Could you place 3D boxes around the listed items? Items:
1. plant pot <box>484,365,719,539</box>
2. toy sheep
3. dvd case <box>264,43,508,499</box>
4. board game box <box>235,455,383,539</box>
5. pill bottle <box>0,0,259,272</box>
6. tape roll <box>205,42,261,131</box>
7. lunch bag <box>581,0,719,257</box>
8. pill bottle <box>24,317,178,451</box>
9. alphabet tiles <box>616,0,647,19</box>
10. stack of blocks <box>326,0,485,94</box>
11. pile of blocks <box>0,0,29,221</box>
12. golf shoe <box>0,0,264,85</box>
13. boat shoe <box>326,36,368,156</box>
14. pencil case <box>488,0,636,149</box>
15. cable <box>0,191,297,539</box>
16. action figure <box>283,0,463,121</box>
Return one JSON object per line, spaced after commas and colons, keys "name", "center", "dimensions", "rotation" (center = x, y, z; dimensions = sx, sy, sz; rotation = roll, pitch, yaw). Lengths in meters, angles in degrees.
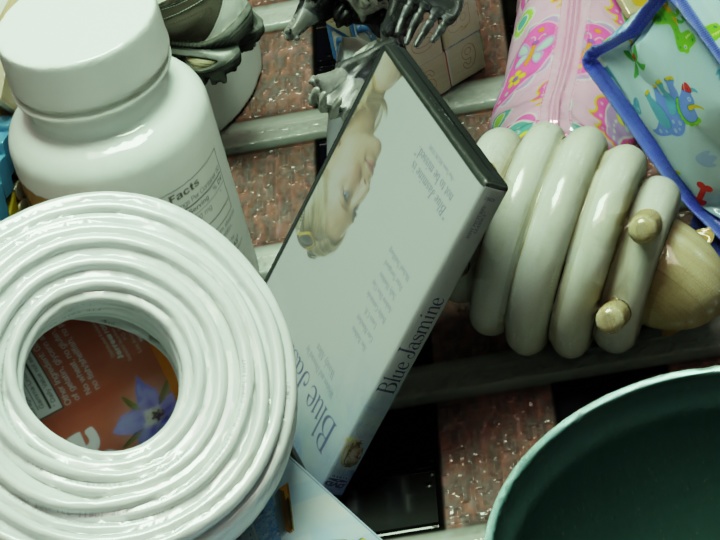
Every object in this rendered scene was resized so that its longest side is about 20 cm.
{"name": "plant pot", "center": [0.163, 0.159, 1.067], "dimensions": [0.200, 0.134, 0.201], "rotation": [-9, 39, 7]}
{"name": "toy sheep", "center": [0.098, -0.017, 1.292], "dimensions": [0.200, 0.138, 0.138], "rotation": [22, 49, 10]}
{"name": "dvd case", "center": [0.000, 0.000, 1.280], "dimensions": [0.018, 0.200, 0.143], "rotation": [12, 28, -31]}
{"name": "board game box", "center": [-0.080, 0.180, 1.188], "dimensions": [0.200, 0.041, 0.199], "rotation": [-31, 42, -19]}
{"name": "pill bottle", "center": [-0.132, -0.059, 1.358], "dimensions": [0.114, 0.200, 0.115], "rotation": [-9, 40, 7]}
{"name": "tape roll", "center": [-0.167, -0.144, 1.570], "dimensions": [0.202, 0.071, 0.203], "rotation": [-9, 40, 8]}
{"name": "lunch bag", "center": [0.248, -0.088, 1.314], "dimensions": [0.170, 0.127, 0.200], "rotation": [-35, 87, -26]}
{"name": "pill bottle", "center": [-0.183, 0.083, 1.280], "dimensions": [0.200, 0.112, 0.112], "rotation": [-28, 42, -15]}
{"name": "alphabet tiles", "center": [0.244, -0.143, 1.430], "dimensions": [0.166, 0.006, 0.200], "rotation": [-16, 58, -16]}
{"name": "stack of blocks", "center": [0.023, -0.200, 1.476], "dimensions": [0.059, 0.200, 0.115], "rotation": [-32, 43, -23]}
{"name": "pile of blocks", "center": [-0.215, -0.076, 1.386], "dimensions": [0.062, 0.082, 0.201], "rotation": [2, 70, 19]}
{"name": "golf shoe", "center": [-0.156, -0.169, 1.471], "dimensions": [0.199, 0.095, 0.078], "rotation": [3, 44, 22]}
{"name": "boat shoe", "center": [0.015, -0.065, 1.436], "dimensions": [0.056, 0.069, 0.200], "rotation": [5, 39, -10]}
{"name": "pencil case", "center": [0.121, -0.108, 1.431], "dimensions": [0.087, 0.088, 0.200], "rotation": [-2, 42, 15]}
{"name": "cable", "center": [-0.130, 0.058, 1.197], "dimensions": [0.200, 0.069, 0.200], "rotation": [-21, 74, -13]}
{"name": "action figure", "center": [-0.013, -0.157, 1.386], "dimensions": [0.102, 0.119, 0.200], "rotation": [-42, 10, -15]}
